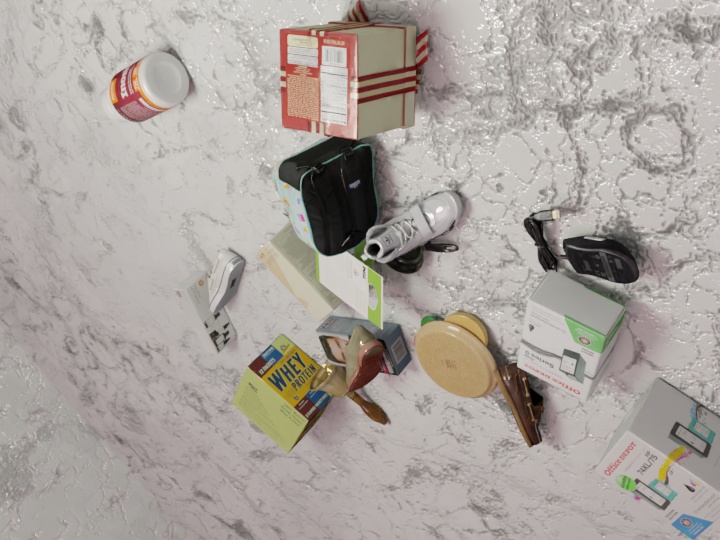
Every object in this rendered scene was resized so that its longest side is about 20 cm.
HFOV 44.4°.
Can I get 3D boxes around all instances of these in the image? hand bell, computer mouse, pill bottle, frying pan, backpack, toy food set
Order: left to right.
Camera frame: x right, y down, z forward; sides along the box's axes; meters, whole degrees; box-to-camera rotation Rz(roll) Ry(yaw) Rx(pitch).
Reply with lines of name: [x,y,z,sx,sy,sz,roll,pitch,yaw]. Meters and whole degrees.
pill bottle: [-0.452,-0.371,1.824,0.199,0.113,0.113,-11,117,46]
backpack: [-0.060,-0.136,1.632,0.153,0.175,0.201,24,139,49]
hand bell: [-0.012,0.298,2.065,0.200,0.104,0.104,41,143,-13]
frying pan: [0.098,-0.058,1.670,0.115,0.031,0.190,52,139,-7]
toy food set: [0.192,0.174,1.780,0.197,0.049,0.201,-10,117,47]
computer mouse: [0.359,-0.049,1.429,0.199,0.046,0.141,9,138,51]

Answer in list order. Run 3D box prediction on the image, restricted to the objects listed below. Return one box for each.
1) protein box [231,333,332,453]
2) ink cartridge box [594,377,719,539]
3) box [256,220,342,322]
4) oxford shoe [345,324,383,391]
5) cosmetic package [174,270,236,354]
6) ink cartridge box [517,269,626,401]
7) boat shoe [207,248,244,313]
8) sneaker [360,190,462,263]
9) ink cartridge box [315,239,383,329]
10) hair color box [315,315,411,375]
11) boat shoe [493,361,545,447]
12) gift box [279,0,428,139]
protein box: [-0.186,0.304,2.171,0.198,0.135,0.200,40,142,8]
ink cartridge box: [0.540,0.321,1.515,0.199,0.146,0.147,34,140,15]
box: [-0.114,0.000,1.867,0.200,0.095,0.078,48,143,-2]
oxford shoe: [0.000,0.187,1.871,0.074,0.070,0.201,56,148,27]
cosmetic package: [-0.388,0.107,2.222,0.050,0.083,0.201,2,125,38]
ink cartridge box: [0.361,0.117,1.527,0.145,0.084,0.201,27,146,24]
boat shoe: [-0.336,0.025,2.110,0.066,0.072,0.200,41,141,12]
sneaker: [0.088,-0.071,1.576,0.199,0.115,0.076,-32,86,39]
ink cartridge box: [0.000,0.000,1.739,0.200,0.076,0.149,37,144,33]
hair color box: [0.005,0.163,1.930,0.199,0.061,0.100,5,127,40]
boat shoe: [0.325,0.263,1.724,0.070,0.071,0.201,-23,120,8]
gift box: [-0.006,-0.323,1.410,0.184,0.186,0.202,20,116,31]
